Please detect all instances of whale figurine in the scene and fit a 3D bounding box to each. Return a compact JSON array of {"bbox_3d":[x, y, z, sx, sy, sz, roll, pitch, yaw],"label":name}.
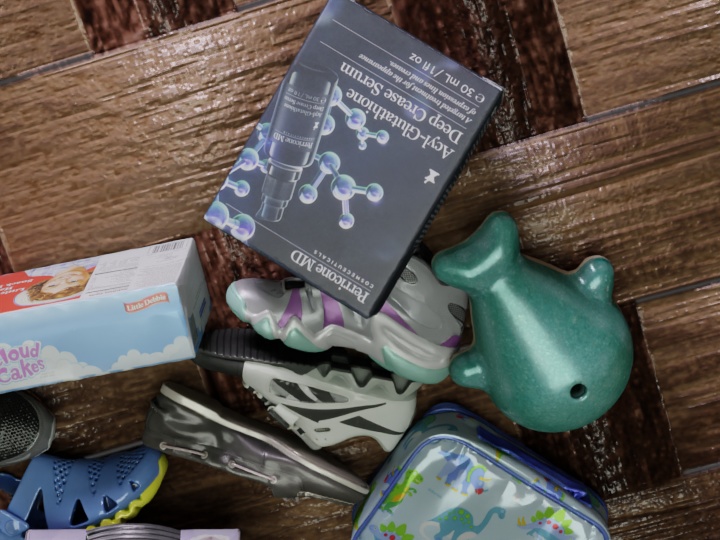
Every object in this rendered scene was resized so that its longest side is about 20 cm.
[{"bbox_3d":[0.140,0.047,1.403,0.159,0.104,0.200,-34,122,6],"label":"whale figurine"}]

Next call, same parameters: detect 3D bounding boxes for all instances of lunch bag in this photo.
[{"bbox_3d":[0.105,0.218,1.496,0.199,0.083,0.161,31,109,-9],"label":"lunch bag"}]

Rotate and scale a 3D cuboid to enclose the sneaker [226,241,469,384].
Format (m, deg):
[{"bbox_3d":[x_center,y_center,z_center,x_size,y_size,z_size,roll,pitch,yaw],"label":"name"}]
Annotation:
[{"bbox_3d":[0.000,0.000,1.431,0.199,0.078,0.141,15,108,-13],"label":"sneaker"}]

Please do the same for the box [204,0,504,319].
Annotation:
[{"bbox_3d":[-0.003,-0.086,1.341,0.148,0.107,0.201,30,94,3],"label":"box"}]

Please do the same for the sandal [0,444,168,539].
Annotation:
[{"bbox_3d":[-0.259,0.193,1.506,0.199,0.080,0.087,-25,103,9],"label":"sandal"}]

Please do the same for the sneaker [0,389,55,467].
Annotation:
[{"bbox_3d":[-0.354,0.117,1.469,0.199,0.077,0.079,12,80,-3],"label":"sneaker"}]

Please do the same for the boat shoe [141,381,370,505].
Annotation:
[{"bbox_3d":[-0.090,0.160,1.489,0.199,0.067,0.057,26,96,0],"label":"boat shoe"}]

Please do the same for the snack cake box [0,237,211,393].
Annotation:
[{"bbox_3d":[-0.229,0.039,1.426,0.199,0.115,0.068,-11,110,6],"label":"snack cake box"}]

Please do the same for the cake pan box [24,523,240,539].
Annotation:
[{"bbox_3d":[-0.191,0.294,1.507,0.183,0.052,0.201,-2,135,-2],"label":"cake pan box"}]

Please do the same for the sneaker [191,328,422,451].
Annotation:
[{"bbox_3d":[-0.052,0.106,1.466,0.199,0.074,0.089,14,108,-3],"label":"sneaker"}]
